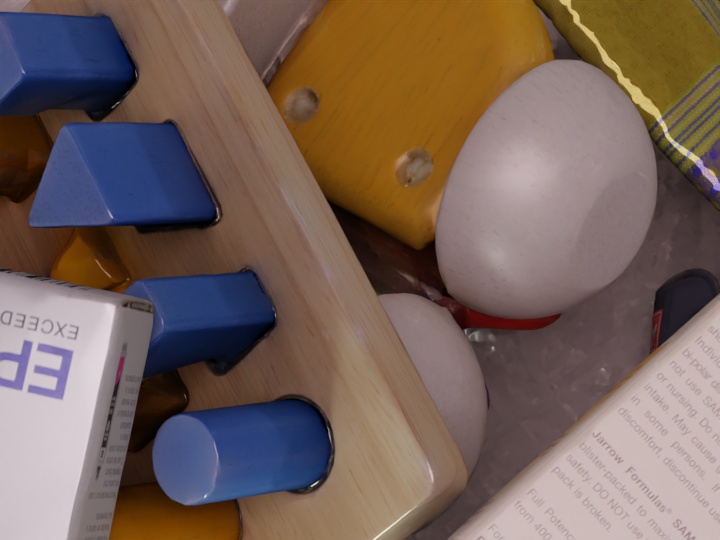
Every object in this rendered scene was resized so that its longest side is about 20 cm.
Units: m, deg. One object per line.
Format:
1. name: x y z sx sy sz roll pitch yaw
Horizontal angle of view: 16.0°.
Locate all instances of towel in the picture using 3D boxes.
1. towel: 0.153 -0.060 0.855 0.200 0.023 0.144 49 48 6

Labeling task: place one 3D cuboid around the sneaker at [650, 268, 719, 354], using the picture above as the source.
1. sneaker: 0.110 0.054 0.861 0.200 0.075 0.085 -40 85 -12

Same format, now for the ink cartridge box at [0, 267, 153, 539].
1. ink cartridge box: -0.169 0.085 0.678 0.196 0.043 0.201 11 86 11

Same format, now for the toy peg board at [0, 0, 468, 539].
1. toy peg board: -0.104 0.032 0.741 0.199 0.098 0.200 -42 68 34

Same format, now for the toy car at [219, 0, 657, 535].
1. toy car: 0.000 0.000 0.836 0.175 0.150 0.200 32 81 33

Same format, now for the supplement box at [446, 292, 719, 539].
1. supplement box: 0.096 0.061 0.730 0.200 0.126 0.074 -42 84 -5
